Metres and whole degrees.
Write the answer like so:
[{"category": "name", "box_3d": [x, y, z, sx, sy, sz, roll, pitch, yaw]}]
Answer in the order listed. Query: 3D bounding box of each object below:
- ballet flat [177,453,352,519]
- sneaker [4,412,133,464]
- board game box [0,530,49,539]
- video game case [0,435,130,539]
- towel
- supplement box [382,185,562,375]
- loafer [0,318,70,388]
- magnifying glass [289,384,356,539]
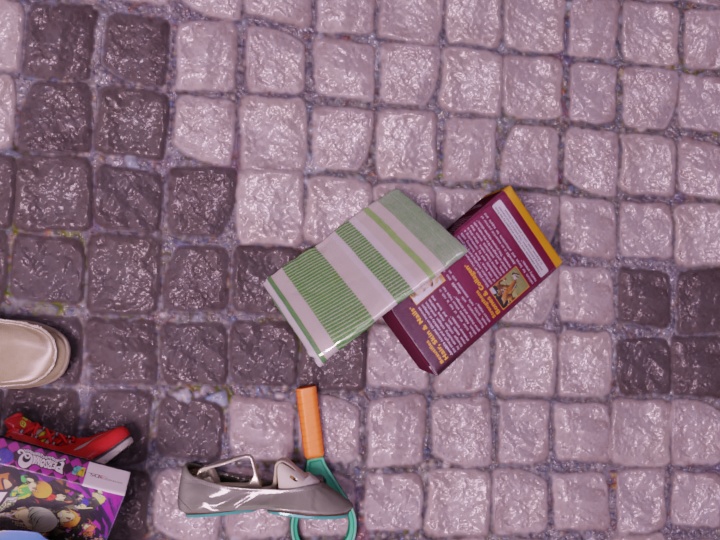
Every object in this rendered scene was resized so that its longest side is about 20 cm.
[{"category": "ballet flat", "box_3d": [-0.105, 0.236, 0.755, 0.193, 0.067, 0.066, 0, 84, 2]}, {"category": "sneaker", "box_3d": [-0.342, 0.190, 0.724, 0.194, 0.077, 0.088, -14, 86, -10]}, {"category": "board game box", "box_3d": [-0.330, 0.298, 0.665, 0.155, 0.039, 0.202, -27, 126, 6]}, {"category": "video game case", "box_3d": [-0.343, 0.257, 0.683, 0.177, 0.036, 0.203, 21, 114, -18]}, {"category": "towel", "box_3d": [0.000, 0.000, 0.763, 0.198, 0.153, 0.024, -36, 134, -7]}, {"category": "supplement box", "box_3d": [0.119, 0.011, 0.801, 0.199, 0.086, 0.111, -39, 94, -9]}, {"category": "loafer", "box_3d": [-0.407, 0.085, 0.716, 0.193, 0.068, 0.078, 5, 88, -10]}, {"category": "magnifying glass", "box_3d": [-0.050, 0.237, 0.799, 0.077, 0.022, 0.207, -7, 89, -9]}]
